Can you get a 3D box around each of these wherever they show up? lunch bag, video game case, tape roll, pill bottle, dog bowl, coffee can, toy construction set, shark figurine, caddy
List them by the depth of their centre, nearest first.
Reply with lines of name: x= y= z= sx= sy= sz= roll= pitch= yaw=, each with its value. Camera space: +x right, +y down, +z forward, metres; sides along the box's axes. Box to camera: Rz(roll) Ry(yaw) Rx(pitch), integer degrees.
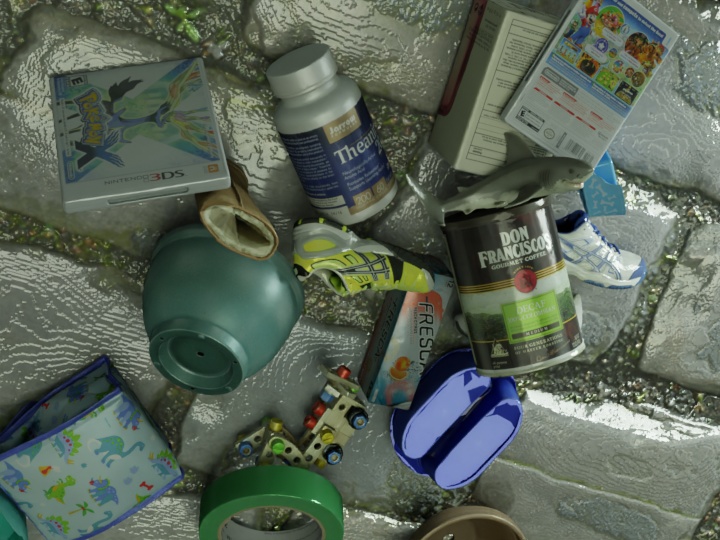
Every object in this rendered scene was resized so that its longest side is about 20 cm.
video game case: x=-0.251 y=-0.157 z=1.297 sx=0.180 sy=0.201 sz=0.022 roll=-10 pitch=142 yaw=-10
video game case: x=0.273 y=-0.231 z=1.374 sx=0.142 sy=0.018 sz=0.201 roll=29 pitch=99 yaw=-24
shark figurine: x=0.166 y=-0.116 z=1.377 sx=0.212 sy=0.128 sz=0.091 roll=-13 pitch=92 yaw=8
pill bottle: x=-0.038 y=-0.164 z=1.391 sx=0.110 sy=0.111 sz=0.202 roll=-25 pitch=117 yaw=-3
coffee can: x=0.193 y=0.017 z=1.469 sx=0.145 sy=0.146 sz=0.202 roll=-16 pitch=97 yaw=-7
lunch bag: x=-0.355 y=0.240 z=1.475 sx=0.199 sy=0.127 sz=0.171 roll=-36 pitch=118 yaw=-8
dog bowl: x=0.294 y=-0.158 z=1.487 sx=0.049 sy=0.112 sz=0.202 roll=-15 pitch=117 yaw=8
toy construction set: x=-0.065 y=0.203 z=1.561 sx=0.130 sy=0.092 sz=0.200 roll=32 pitch=113 yaw=-24
tape roll: x=-0.121 y=0.341 z=1.579 sx=0.198 sy=0.049 sz=0.202 roll=-2 pitch=138 yaw=-2
caddy: x=0.132 y=0.203 z=1.600 sx=0.141 sy=0.105 sz=0.200 roll=43 pitch=93 yaw=-10

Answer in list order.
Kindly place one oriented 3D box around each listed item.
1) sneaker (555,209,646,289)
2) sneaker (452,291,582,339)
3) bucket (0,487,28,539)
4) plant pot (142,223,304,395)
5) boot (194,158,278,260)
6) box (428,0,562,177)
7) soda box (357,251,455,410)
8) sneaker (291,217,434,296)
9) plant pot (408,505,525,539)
sneaker: x=0.307 y=-0.033 z=1.560 sx=0.198 sy=0.075 sz=0.089 roll=9 pitch=110 yaw=-19
sneaker: x=0.218 y=0.064 z=1.591 sx=0.198 sy=0.074 sz=0.088 roll=1 pitch=101 yaw=-22
bucket: x=-0.520 y=0.339 z=1.469 sx=0.204 sy=0.135 sz=0.210 roll=-5 pitch=113 yaw=-12
plant pot: x=-0.178 y=0.062 z=1.390 sx=0.198 sy=0.135 sz=0.202 roll=9 pitch=137 yaw=8
boot: x=-0.184 y=-0.101 z=1.330 sx=0.174 sy=0.200 sz=0.067 roll=25 pitch=106 yaw=-23
box: x=0.183 y=-0.221 z=1.425 sx=0.126 sy=0.109 sz=0.202 roll=11 pitch=110 yaw=-21
soda box: x=0.061 y=0.081 z=1.546 sx=0.063 sy=0.068 sz=0.202 roll=12 pitch=108 yaw=-19
sneaker: x=0.000 y=0.000 z=1.424 sx=0.198 sy=0.075 sz=0.077 roll=18 pitch=74 yaw=-22
plant pot: x=0.141 y=0.419 z=1.702 sx=0.198 sy=0.093 sz=0.203 roll=-6 pitch=115 yaw=-13
